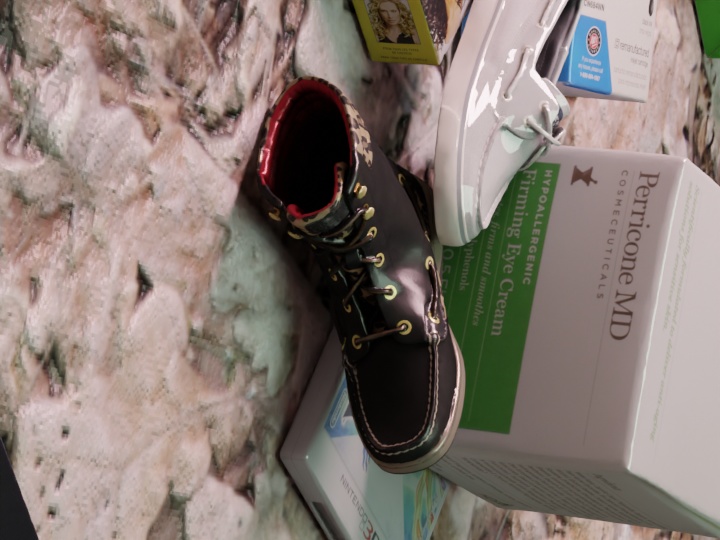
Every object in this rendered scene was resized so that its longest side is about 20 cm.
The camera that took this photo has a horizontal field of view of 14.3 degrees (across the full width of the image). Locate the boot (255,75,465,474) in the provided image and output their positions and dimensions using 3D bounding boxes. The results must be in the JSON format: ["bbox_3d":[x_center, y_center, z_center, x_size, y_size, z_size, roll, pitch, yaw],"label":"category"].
[{"bbox_3d":[0.000,0.000,1.623,0.151,0.073,0.201,51,33,-52],"label":"boot"}]

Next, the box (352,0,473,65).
[{"bbox_3d":[0.015,-0.218,1.665,0.075,0.050,0.201,-62,145,-37],"label":"box"}]

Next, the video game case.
[{"bbox_3d":[0.022,0.084,1.770,0.201,0.022,0.183,-67,149,-31],"label":"video game case"}]

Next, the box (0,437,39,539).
[{"bbox_3d":[-0.239,0.094,1.063,0.123,0.197,0.201,-53,140,-41],"label":"box"}]

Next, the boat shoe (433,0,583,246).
[{"bbox_3d":[0.091,-0.099,1.709,0.072,0.068,0.201,79,23,-48],"label":"boat shoe"}]

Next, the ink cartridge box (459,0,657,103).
[{"bbox_3d":[0.135,-0.217,1.864,0.146,0.084,0.202,3,94,-63],"label":"ink cartridge box"}]

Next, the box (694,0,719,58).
[{"bbox_3d":[0.320,-0.291,2.201,0.177,0.096,0.201,-59,144,-41],"label":"box"}]

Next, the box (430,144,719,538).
[{"bbox_3d":[0.141,0.043,1.782,0.200,0.170,0.200,33,66,-61],"label":"box"}]
